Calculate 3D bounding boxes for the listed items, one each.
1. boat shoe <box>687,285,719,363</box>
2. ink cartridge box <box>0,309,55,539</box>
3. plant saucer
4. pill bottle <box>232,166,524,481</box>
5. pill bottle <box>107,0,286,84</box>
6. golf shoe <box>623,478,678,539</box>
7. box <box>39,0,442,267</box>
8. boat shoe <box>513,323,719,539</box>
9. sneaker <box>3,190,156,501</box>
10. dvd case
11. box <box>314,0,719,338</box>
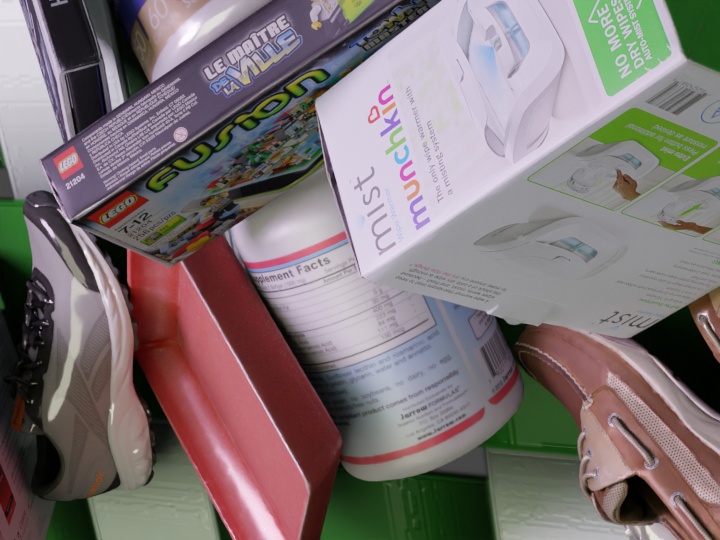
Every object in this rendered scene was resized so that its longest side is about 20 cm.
[{"bbox_3d":[0.229,0.072,0.834,0.074,0.076,0.201,-27,93,37],"label":"boat shoe"},{"bbox_3d":[-0.253,0.105,0.996,0.083,0.200,0.177,-14,109,3],"label":"ink cartridge box"},{"bbox_3d":[-0.069,0.068,0.916,0.201,0.036,0.200,59,159,24],"label":"plant saucer"},{"bbox_3d":[0.000,0.000,0.881,0.108,0.109,0.201,-17,105,32],"label":"pill bottle"},{"bbox_3d":[-0.083,-0.180,0.795,0.116,0.115,0.201,-42,69,35],"label":"pill bottle"},{"bbox_3d":[0.220,0.153,0.888,0.200,0.078,0.097,41,108,-5],"label":"golf shoe"},{"bbox_3d":[-0.035,-0.077,0.760,0.199,0.110,0.035,-33,72,11],"label":"box"},{"bbox_3d":[0.139,0.089,0.836,0.200,0.072,0.076,38,169,44],"label":"boat shoe"},{"bbox_3d":[-0.175,0.051,0.998,0.074,0.079,0.202,32,134,57],"label":"sneaker"},{"bbox_3d":[-0.152,-0.124,0.836,0.200,0.025,0.151,107,145,-71],"label":"dvd case"},{"bbox_3d":[0.114,-0.057,0.734,0.176,0.199,0.097,-34,60,35],"label":"box"}]
